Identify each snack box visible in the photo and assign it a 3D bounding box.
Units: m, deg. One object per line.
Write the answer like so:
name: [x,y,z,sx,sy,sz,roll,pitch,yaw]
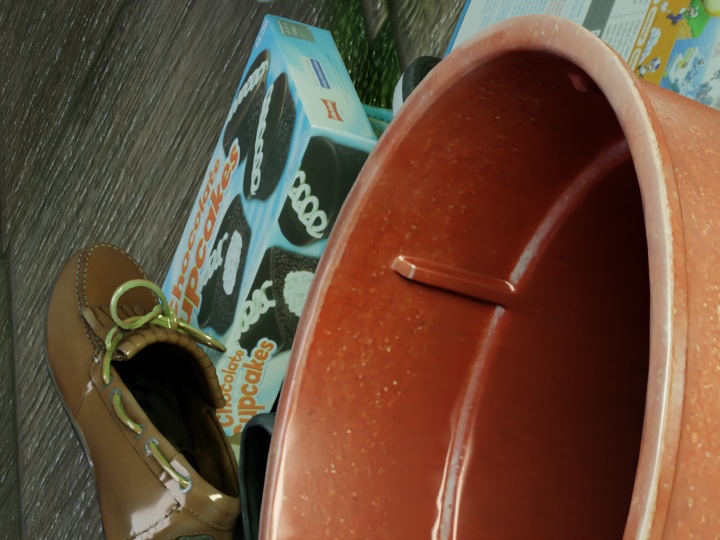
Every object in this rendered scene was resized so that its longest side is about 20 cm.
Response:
snack box: [-0.052,-0.006,1.155,0.116,0.037,0.200,-112,40,-57]

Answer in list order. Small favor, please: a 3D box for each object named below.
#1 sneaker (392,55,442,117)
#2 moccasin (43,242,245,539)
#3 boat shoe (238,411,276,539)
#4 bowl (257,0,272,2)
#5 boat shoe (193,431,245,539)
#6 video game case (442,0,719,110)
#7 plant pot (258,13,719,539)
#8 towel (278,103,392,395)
sneaker: [0.029,0.018,0.948,0.121,0.084,0.200,-50,34,30]
moccasin: [-0.093,0.051,1.084,0.078,0.074,0.201,-52,29,22]
boat shoe: [-0.019,0.155,0.986,0.074,0.063,0.202,-12,78,62]
bowl: [-0.024,-0.243,1.106,0.200,0.075,0.200,-78,-23,-48]
boat shoe: [-0.082,0.154,1.135,0.065,0.073,0.200,-94,28,-46]
video game case: [0.103,-0.082,0.779,0.200,0.018,0.143,-6,53,48]
plant pot: [0.103,0.059,0.596,0.201,0.195,0.201,-43,40,53]
towel: [0.000,0.000,1.095,0.200,0.022,0.147,26,102,67]
